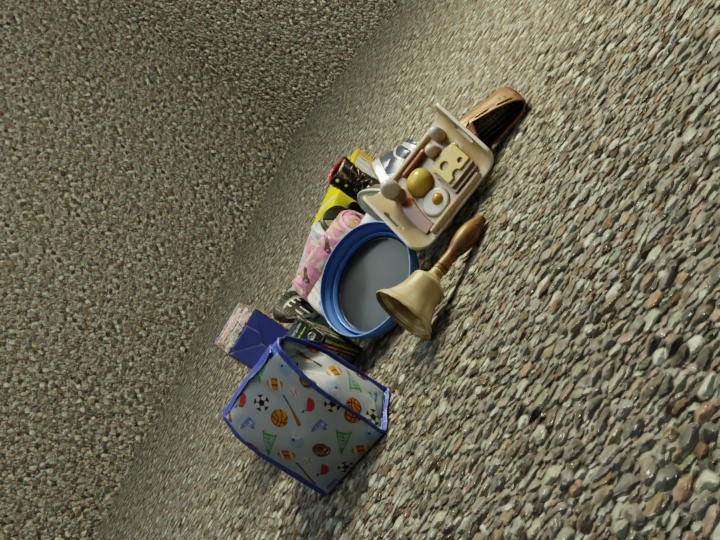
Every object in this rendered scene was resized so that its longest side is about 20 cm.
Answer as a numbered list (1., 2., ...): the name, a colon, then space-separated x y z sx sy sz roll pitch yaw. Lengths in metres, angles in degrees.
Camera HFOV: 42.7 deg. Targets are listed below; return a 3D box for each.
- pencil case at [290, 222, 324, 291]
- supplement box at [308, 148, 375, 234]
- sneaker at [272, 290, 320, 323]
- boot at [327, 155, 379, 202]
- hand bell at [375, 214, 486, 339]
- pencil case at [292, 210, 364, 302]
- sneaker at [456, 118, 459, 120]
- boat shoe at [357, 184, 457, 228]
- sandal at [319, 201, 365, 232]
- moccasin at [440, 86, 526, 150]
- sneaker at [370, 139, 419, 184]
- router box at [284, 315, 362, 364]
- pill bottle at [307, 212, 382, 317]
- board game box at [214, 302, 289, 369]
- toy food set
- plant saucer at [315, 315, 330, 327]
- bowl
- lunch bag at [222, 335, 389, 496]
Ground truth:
1. pencil case: -0.092 -0.001 1.979 0.091 0.082 0.202 40 118 47
2. supplement box: -0.018 -0.151 2.072 0.109 0.108 0.202 -38 24 54
3. sneaker: -0.109 0.082 1.880 0.199 0.074 0.081 -16 -39 -53
4. boot: 0.017 -0.172 1.901 0.074 0.150 0.200 -59 14 -5
5. hand bell: 0.124 -0.007 1.367 0.200 0.104 0.104 -49 11 -15
6. pencil case: -0.053 -0.022 1.794 0.201 0.087 0.082 -52 -16 29
7. sneaker: 0.148 -0.203 1.658 0.075 0.078 0.202 -45 19 45
8. boat shoe: 0.086 -0.118 1.582 0.199 0.072 0.061 13 47 36
9. sandal: -0.031 -0.093 1.911 0.057 0.080 0.201 -41 -6 22
10. moccasin: 0.193 -0.217 1.529 0.200 0.074 0.078 -37 25 6
11. sneaker: 0.100 -0.158 1.674 0.108 0.070 0.201 -35 52 9
12. router box: -0.086 0.166 1.532 0.151 0.062 0.200 -58 -21 0
13. pill bottle: 0.000 0.000 1.677 0.201 0.113 0.114 -57 14 7
14. board game box: -0.175 0.147 1.741 0.098 0.158 0.200 -59 14 -8
15. toy food set: 0.106 -0.152 1.487 0.201 0.060 0.144 -52 56 12
16. plant saucer: -0.097 0.177 1.808 0.201 0.036 0.201 -55 14 20
17. bowl: 0.016 0.018 1.553 0.199 0.039 0.204 -18 62 36
18. lunch bag: -0.082 0.203 1.356 0.171 0.198 0.124 -52 15 26
